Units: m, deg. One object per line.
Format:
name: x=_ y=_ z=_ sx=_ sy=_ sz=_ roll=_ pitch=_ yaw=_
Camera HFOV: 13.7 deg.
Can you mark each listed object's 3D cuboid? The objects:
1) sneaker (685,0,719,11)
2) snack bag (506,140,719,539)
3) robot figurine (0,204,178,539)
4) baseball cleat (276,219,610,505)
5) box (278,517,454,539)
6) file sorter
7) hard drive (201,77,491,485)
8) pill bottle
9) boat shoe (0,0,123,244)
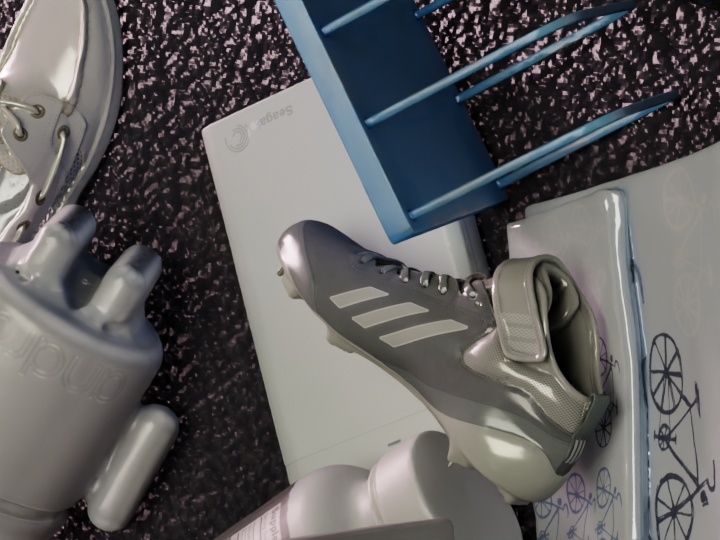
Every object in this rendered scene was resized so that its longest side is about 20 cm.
sneaker: x=0.201 y=-0.156 z=1.354 sx=0.200 sy=0.076 sz=0.077 roll=11 pitch=81 yaw=19
snack bag: x=0.124 y=0.049 z=1.348 sx=0.200 sy=0.021 sz=0.189 roll=162 pitch=106 yaw=-64
robot figurine: x=-0.179 y=0.065 z=1.543 sx=0.169 sy=0.113 sz=0.200 roll=32 pitch=104 yaw=2
baseball cleat: x=0.045 y=0.018 z=1.396 sx=0.200 sy=0.070 sz=0.107 roll=44 pitch=113 yaw=30
box: x=-0.054 y=0.198 z=1.307 sx=0.200 sy=0.106 sz=0.153 roll=-13 pitch=84 yaw=41
file sorter: x=0.043 y=-0.135 z=1.385 sx=0.123 sy=0.139 sz=0.200 roll=-27 pitch=88 yaw=22
hard drive: x=0.000 y=0.000 z=1.489 sx=0.132 sy=0.026 sz=0.200 roll=-23 pitch=73 yaw=28
pill bottle: x=-0.022 y=0.162 z=1.434 sx=0.200 sy=0.111 sz=0.111 roll=-36 pitch=67 yaw=24
boat shoe: x=-0.181 y=-0.066 z=1.585 sx=0.071 sy=0.069 sz=0.200 roll=14 pitch=92 yaw=34
